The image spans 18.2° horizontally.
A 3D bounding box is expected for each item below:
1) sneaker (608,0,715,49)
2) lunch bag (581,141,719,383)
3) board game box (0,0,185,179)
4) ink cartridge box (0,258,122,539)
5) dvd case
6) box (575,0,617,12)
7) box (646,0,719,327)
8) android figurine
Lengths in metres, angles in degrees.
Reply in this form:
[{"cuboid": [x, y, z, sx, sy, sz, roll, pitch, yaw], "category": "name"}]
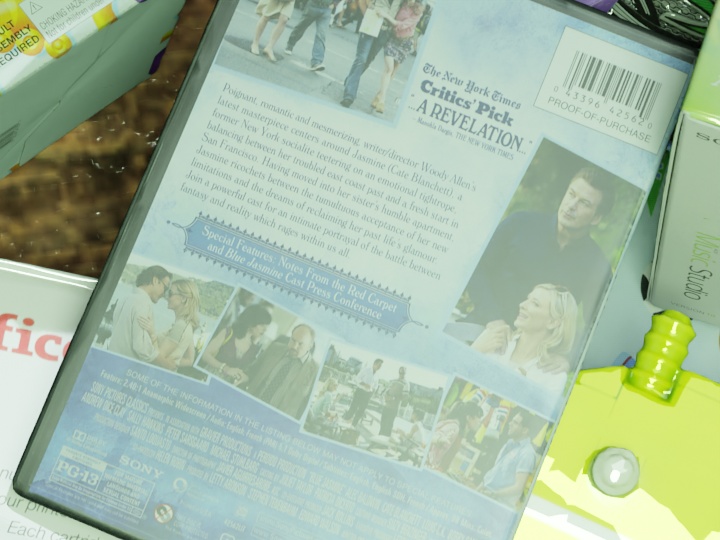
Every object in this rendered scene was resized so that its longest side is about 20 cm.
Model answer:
[{"cuboid": [0.119, -0.091, 0.821, 0.200, 0.078, 0.085, 32, 76, 7], "category": "sneaker"}, {"cuboid": [0.080, 0.060, 0.760, 0.160, 0.076, 0.200, 39, 69, -5], "category": "lunch bag"}, {"cuboid": [-0.159, -0.134, 0.741, 0.103, 0.105, 0.200, -37, 86, -21], "category": "board game box"}, {"cuboid": [-0.100, 0.108, 0.696, 0.146, 0.083, 0.201, 12, 72, -10], "category": "ink cartridge box"}, {"cuboid": [0.000, 0.000, 0.665, 0.142, 0.018, 0.201, 22, 82, 5], "category": "dvd case"}, {"cuboid": [0.006, -0.147, 0.768, 0.039, 0.137, 0.200, -28, 82, -20], "category": "box"}, {"cuboid": [0.136, -0.098, 0.703, 0.036, 0.144, 0.201, 15, 69, 9], "category": "box"}, {"cuboid": [0.078, 0.113, 0.677, 0.181, 0.041, 0.201, 26, 84, 3], "category": "android figurine"}]
